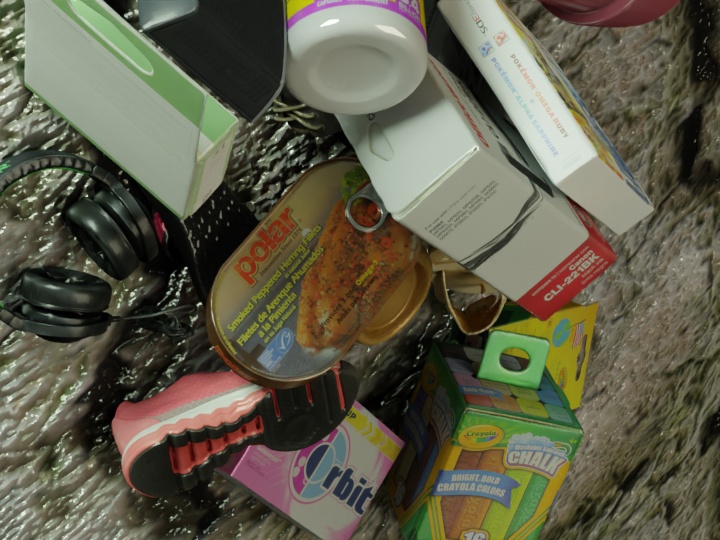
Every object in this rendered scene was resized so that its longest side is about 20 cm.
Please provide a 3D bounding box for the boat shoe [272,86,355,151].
[{"bbox_3d":[-0.030,-0.139,1.149,0.200,0.074,0.073,23,88,-51],"label":"boat shoe"}]

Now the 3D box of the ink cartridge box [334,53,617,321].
[{"bbox_3d":[0.088,-0.068,1.131,0.084,0.144,0.200,-42,136,17],"label":"ink cartridge box"}]

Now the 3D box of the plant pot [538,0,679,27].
[{"bbox_3d":[0.155,-0.297,1.178,0.179,0.200,0.200,-5,111,-33],"label":"plant pot"}]

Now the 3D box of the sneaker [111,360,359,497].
[{"bbox_3d":[-0.099,0.099,1.136,0.200,0.087,0.074,-18,130,-21],"label":"sneaker"}]

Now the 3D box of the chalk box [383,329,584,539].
[{"bbox_3d":[0.117,0.150,1.355,0.124,0.124,0.200,12,114,-18],"label":"chalk box"}]

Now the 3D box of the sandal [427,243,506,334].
[{"bbox_3d":[0.095,0.022,1.324,0.212,0.078,0.070,56,31,-71],"label":"sandal"}]

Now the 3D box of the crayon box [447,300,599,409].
[{"bbox_3d":[0.162,0.096,1.507,0.200,0.051,0.127,-9,114,-47],"label":"crayon box"}]

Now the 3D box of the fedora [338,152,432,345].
[{"bbox_3d":[0.000,0.000,1.218,0.201,0.082,0.201,-28,137,-31],"label":"fedora"}]

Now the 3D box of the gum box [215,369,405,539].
[{"bbox_3d":[-0.056,0.146,1.255,0.114,0.066,0.200,-58,141,-12],"label":"gum box"}]

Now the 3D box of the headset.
[{"bbox_3d":[-0.196,-0.004,1.035,0.200,0.094,0.124,38,81,-35],"label":"headset"}]

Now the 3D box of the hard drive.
[{"bbox_3d":[-0.098,-0.210,0.969,0.135,0.042,0.200,39,37,-51],"label":"hard drive"}]

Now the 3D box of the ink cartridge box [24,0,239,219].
[{"bbox_3d":[-0.140,-0.123,0.895,0.048,0.146,0.200,-47,176,-23],"label":"ink cartridge box"}]

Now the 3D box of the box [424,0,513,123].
[{"bbox_3d":[0.093,-0.154,1.271,0.200,0.041,0.156,66,33,-42],"label":"box"}]

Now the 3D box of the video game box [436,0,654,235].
[{"bbox_3d":[0.154,-0.129,1.191,0.047,0.182,0.200,-38,159,13],"label":"video game box"}]

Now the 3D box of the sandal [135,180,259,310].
[{"bbox_3d":[-0.127,-0.042,1.111,0.075,0.045,0.200,-47,123,-33],"label":"sandal"}]

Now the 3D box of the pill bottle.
[{"bbox_3d":[-0.009,-0.218,1.053,0.104,0.104,0.200,43,36,-50],"label":"pill bottle"}]

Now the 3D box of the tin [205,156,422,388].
[{"bbox_3d":[-0.035,0.001,1.111,0.112,0.042,0.200,42,64,-5],"label":"tin"}]
